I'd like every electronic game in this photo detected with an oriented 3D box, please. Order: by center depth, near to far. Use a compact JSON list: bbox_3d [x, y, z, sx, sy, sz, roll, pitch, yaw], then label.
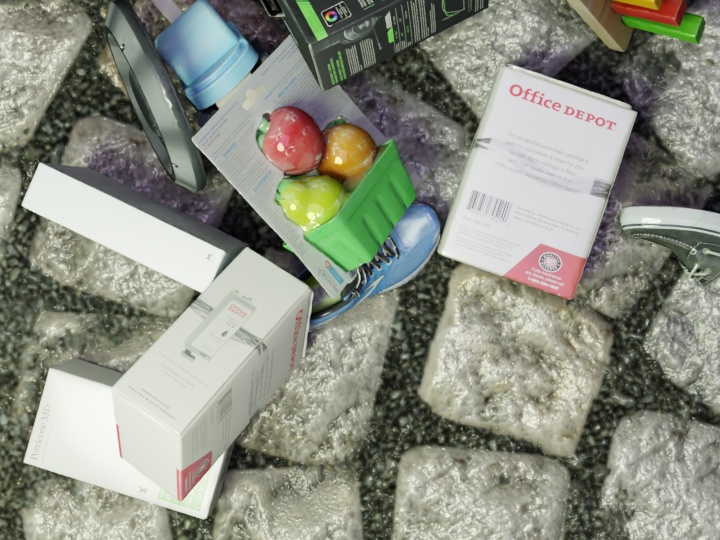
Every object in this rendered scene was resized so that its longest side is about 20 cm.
[{"bbox_3d":[-0.200,-0.171,1.115,0.041,0.200,0.201,-26,90,-12],"label":"electronic game"}]

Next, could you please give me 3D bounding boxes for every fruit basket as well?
[{"bbox_3d":[-0.048,-0.101,1.086,0.200,0.094,0.186,44,52,-11],"label":"fruit basket"}]

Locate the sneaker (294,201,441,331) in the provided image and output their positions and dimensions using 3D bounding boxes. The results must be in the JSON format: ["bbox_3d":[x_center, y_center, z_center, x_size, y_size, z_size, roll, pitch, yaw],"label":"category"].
[{"bbox_3d":[0.000,0.000,1.164,0.199,0.089,0.079,-36,90,1],"label":"sneaker"}]

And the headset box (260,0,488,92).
[{"bbox_3d":[-0.004,-0.294,1.074,0.199,0.093,0.175,-26,70,-3],"label":"headset box"}]

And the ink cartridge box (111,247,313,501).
[{"bbox_3d":[-0.139,0.099,1.083,0.082,0.147,0.200,32,57,14],"label":"ink cartridge box"}]

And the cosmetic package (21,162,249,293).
[{"bbox_3d":[-0.220,-0.044,1.143,0.199,0.151,0.052,26,92,2],"label":"cosmetic package"}]

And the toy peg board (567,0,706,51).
[{"bbox_3d":[0.289,-0.324,1.076,0.097,0.199,0.202,20,92,28],"label":"toy peg board"}]

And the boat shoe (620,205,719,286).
[{"bbox_3d":[0.360,-0.019,1.155,0.198,0.072,0.072,12,88,0],"label":"boat shoe"}]

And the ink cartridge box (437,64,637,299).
[{"bbox_3d":[0.177,-0.089,1.156,0.146,0.083,0.202,19,93,1],"label":"ink cartridge box"}]

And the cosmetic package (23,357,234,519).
[{"bbox_3d":[-0.234,0.173,1.183,0.198,0.085,0.109,15,93,1],"label":"cosmetic package"}]

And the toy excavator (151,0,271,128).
[{"bbox_3d":[-0.175,-0.246,1.152,0.100,0.195,0.200,-39,118,3],"label":"toy excavator"}]
